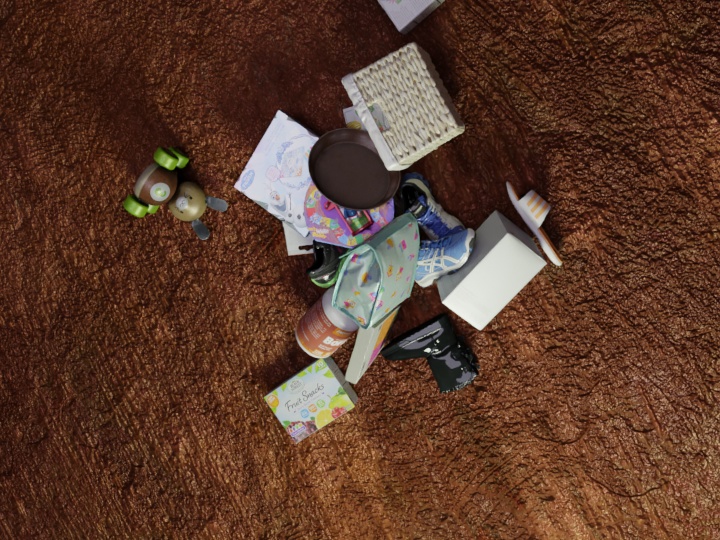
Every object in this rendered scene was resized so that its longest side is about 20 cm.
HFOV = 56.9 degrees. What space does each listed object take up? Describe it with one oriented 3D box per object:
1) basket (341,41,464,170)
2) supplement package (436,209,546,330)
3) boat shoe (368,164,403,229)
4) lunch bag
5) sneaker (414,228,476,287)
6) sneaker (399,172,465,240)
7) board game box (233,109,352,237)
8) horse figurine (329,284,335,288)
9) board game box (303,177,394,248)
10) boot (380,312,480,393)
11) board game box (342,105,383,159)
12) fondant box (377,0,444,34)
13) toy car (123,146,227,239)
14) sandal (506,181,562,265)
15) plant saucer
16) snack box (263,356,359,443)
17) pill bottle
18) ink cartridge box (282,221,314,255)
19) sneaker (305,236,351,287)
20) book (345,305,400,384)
[{"bbox_3d":[0.091,-0.321,1.308,0.159,0.200,0.200,-27,93,18],"label":"basket"},{"bbox_3d":[0.267,-0.001,1.386,0.117,0.117,0.200,34,112,-18],"label":"supplement package"},{"bbox_3d":[0.054,-0.134,1.472,0.071,0.065,0.203,-22,97,-14],"label":"boat shoe"},{"bbox_3d":[0.039,-0.010,1.355,0.121,0.170,0.202,31,131,23],"label":"lunch bag"},{"bbox_3d":[0.163,-0.032,1.392,0.077,0.076,0.200,34,136,-17],"label":"sneaker"},{"bbox_3d":[0.142,-0.115,1.418,0.080,0.115,0.200,-39,90,22],"label":"sneaker"},{"bbox_3d":[-0.147,-0.213,1.468,0.198,0.043,0.201,35,104,0],"label":"board game box"},{"bbox_3d":[0.000,0.000,1.525,0.199,0.050,0.134,-34,85,19],"label":"horse figurine"},{"bbox_3d":[-0.027,-0.128,1.417,0.197,0.039,0.161,12,97,3],"label":"board game box"},{"bbox_3d":[0.161,0.205,1.510,0.197,0.073,0.164,-29,95,20],"label":"boot"},{"bbox_3d":[0.070,-0.313,1.440,0.197,0.035,0.128,-12,97,19],"label":"board game box"},{"bbox_3d":[0.120,-0.606,1.347,0.199,0.058,0.145,-35,90,20],"label":"fondant box"},{"bbox_3d":[-0.424,-0.168,1.578,0.199,0.158,0.165,36,100,-5],"label":"toy car"},{"bbox_3d":[0.373,-0.109,1.372,0.059,0.079,0.208,-34,99,20],"label":"sandal"},{"bbox_3d":[-0.015,-0.206,1.391,0.200,0.201,0.035,40,152,5],"label":"plant saucer"},{"bbox_3d":[-0.121,0.313,1.630,0.199,0.053,0.143,-36,88,21],"label":"snack box"},{"bbox_3d":[-0.057,0.105,1.504,0.112,0.112,0.200,47,131,3],"label":"pill bottle"},{"bbox_3d":[-0.127,-0.142,1.532,0.107,0.050,0.203,-4,102,16],"label":"ink cartridge box"},{"bbox_3d":[-0.060,-0.063,1.476,0.083,0.076,0.202,27,80,-28],"label":"sneaker"},{"bbox_3d":[0.026,0.153,1.469,0.047,0.200,0.135,20,107,11],"label":"book"}]
